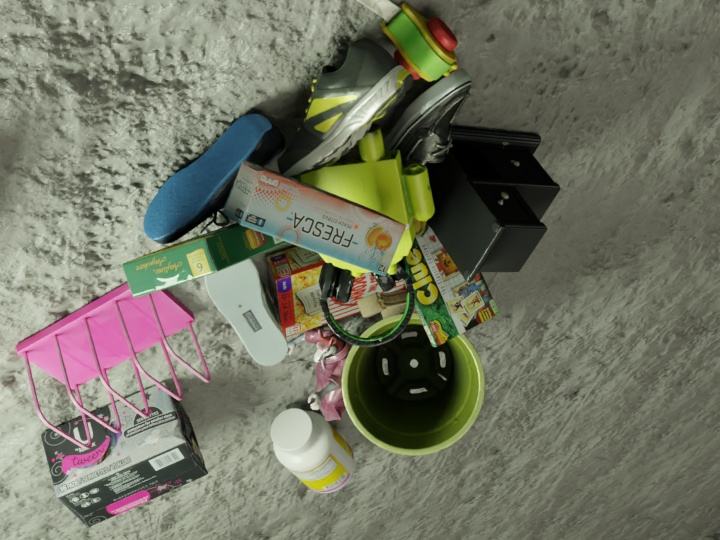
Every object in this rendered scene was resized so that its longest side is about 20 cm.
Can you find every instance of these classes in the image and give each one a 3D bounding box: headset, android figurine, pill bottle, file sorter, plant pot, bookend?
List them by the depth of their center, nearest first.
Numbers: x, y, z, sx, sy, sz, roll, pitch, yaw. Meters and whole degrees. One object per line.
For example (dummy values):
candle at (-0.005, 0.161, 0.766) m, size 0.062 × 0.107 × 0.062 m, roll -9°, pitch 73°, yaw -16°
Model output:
android figurine at (-0.001, -0.080, 1.377) m, size 0.182 × 0.041 × 0.200 m, roll -7°, pitch 118°, yaw 15°
bookend at (0.184, -0.086, 1.442) m, size 0.198 × 0.200 × 0.092 m, roll 1°, pitch 133°, yaw -34°
headset at (0.000, 0.000, 1.460) m, size 0.123 × 0.200 × 0.094 m, roll -14°, pitch 179°, yaw 0°
file sorter at (-0.317, 0.126, 1.475) m, size 0.200 × 0.126 × 0.139 m, roll -29°, pitch 148°, yaw 5°
plant pot at (0.080, 0.151, 1.654) m, size 0.200 × 0.200 × 0.190 m, roll -29°, pitch -178°, yaw 6°
pill bottle at (-0.084, 0.302, 1.913) m, size 0.104 × 0.104 × 0.200 m, roll -27°, pitch 148°, yaw 3°

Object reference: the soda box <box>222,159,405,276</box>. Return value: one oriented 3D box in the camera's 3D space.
soda box at (-0.051, -0.058, 1.284) m, size 0.200 × 0.064 × 0.069 m, roll 20°, pitch 96°, yaw -29°

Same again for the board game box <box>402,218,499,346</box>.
board game box at (0.104, -0.008, 1.528) m, size 0.105 × 0.200 × 0.023 m, roll -27°, pitch -171°, yaw -11°

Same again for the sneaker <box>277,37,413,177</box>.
sneaker at (-0.029, -0.183, 1.274) m, size 0.200 × 0.085 × 0.074 m, roll -39°, pitch 175°, yaw 27°

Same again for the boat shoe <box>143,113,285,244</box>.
boat shoe at (-0.164, -0.093, 1.309) m, size 0.200 × 0.084 × 0.069 m, roll -35°, pitch 150°, yaw 18°

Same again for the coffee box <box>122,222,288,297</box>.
coffee box at (-0.170, -0.024, 1.311) m, size 0.123 × 0.044 × 0.200 m, roll -15°, pitch -174°, yaw 28°

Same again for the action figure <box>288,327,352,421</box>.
action figure at (-0.030, 0.145, 1.696) m, size 0.149 × 0.134 × 0.200 m, roll -20°, pitch 151°, yaw -11°

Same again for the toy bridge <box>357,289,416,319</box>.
toy bridge at (0.060, 0.047, 1.605) m, size 0.067 × 0.027 × 0.200 m, roll -25°, pitch 168°, yaw 17°

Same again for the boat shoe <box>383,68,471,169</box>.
boat shoe at (0.081, -0.161, 1.375) m, size 0.072 × 0.071 × 0.200 m, roll -27°, pitch 164°, yaw -48°

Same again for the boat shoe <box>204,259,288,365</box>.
boat shoe at (-0.161, 0.032, 1.511) m, size 0.071 × 0.091 × 0.201 m, roll -24°, pitch 121°, yaw -3°

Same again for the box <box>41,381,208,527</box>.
box at (-0.350, 0.272, 1.675) m, size 0.200 × 0.115 × 0.132 m, roll -24°, pitch 147°, yaw -5°

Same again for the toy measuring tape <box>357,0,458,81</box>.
toy measuring tape at (0.051, -0.257, 1.232) m, size 0.074 × 0.074 × 0.200 m, roll -39°, pitch 146°, yaw 21°

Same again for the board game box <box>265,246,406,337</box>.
board game box at (-0.028, 0.008, 1.580) m, size 0.200 × 0.046 × 0.152 m, roll -19°, pitch 148°, yaw -11°
